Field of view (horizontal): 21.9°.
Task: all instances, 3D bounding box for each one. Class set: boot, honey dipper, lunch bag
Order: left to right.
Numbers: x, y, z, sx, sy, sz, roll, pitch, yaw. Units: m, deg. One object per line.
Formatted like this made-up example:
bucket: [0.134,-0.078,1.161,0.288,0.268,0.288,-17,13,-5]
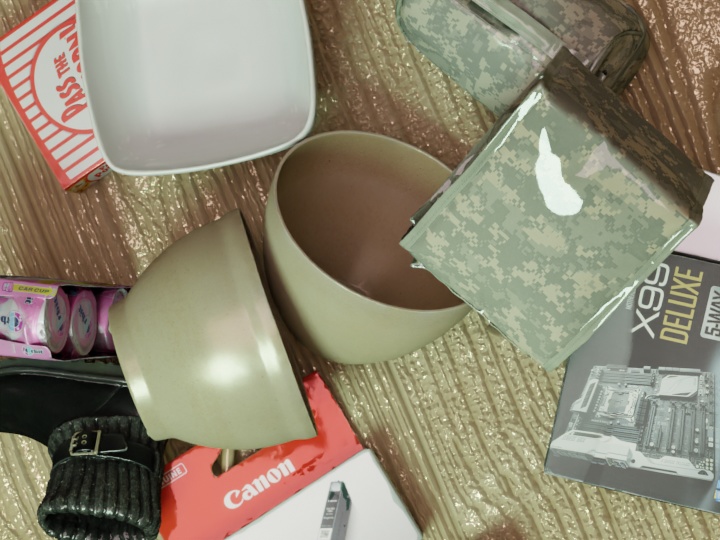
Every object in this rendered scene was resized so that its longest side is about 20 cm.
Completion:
boot: [-0.263,0.159,1.610,0.210,0.080,0.158,-1,56,15]
honey dipper: [-0.117,0.208,1.639,0.038,0.038,0.201,3,86,12]
lunch bag: [0.127,-0.205,1.529,0.200,0.168,0.140,39,96,11]
lunch bag: [0.146,-0.038,1.433,0.164,0.118,0.200,40,119,-3]

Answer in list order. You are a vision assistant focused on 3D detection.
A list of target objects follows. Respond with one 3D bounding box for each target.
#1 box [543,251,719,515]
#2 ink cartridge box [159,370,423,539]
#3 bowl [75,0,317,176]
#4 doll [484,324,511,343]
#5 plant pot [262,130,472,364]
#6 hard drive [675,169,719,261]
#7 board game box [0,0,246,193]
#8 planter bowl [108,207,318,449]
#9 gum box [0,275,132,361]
box: [0.246,0.084,1.518,0.157,0.050,0.201,13,93,5]
ink cartridge box: [-0.073,0.209,1.601,0.199,0.044,0.174,-32,85,-3]
bowl: [-0.133,-0.184,1.587,0.199,0.075,0.201,-9,86,10]
doll: [0.174,-0.028,1.570,0.136,0.048,0.201,25,91,-9]
plant pot: [0.000,0.000,1.557,0.200,0.200,0.135,39,133,11]
hard drive: [0.283,0.022,1.551,0.131,0.026,0.201,20,93,3]
board game box: [-0.217,-0.187,1.664,0.200,0.046,0.152,-34,82,9]
planter bowl: [-0.130,0.063,1.547,0.134,0.200,0.201,-18,84,-1]
gum box: [-0.280,0.039,1.592,0.113,0.200,0.067,5,89,14]
